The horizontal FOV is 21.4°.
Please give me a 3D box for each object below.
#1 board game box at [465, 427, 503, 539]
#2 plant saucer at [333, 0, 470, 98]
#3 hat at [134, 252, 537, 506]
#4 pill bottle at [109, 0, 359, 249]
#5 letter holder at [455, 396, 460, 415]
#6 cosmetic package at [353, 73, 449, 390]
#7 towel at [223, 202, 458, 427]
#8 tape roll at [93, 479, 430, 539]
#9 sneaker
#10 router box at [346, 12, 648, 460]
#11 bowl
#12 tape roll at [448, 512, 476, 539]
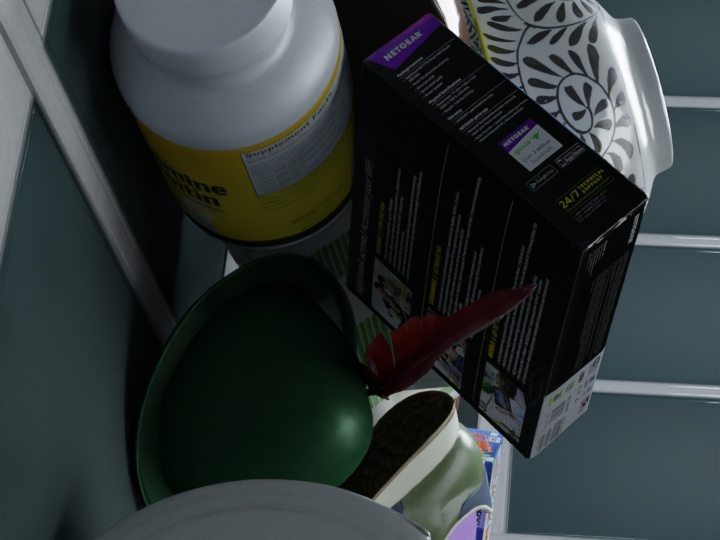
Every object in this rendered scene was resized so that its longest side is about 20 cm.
[{"bbox_3d":[0.068,0.221,1.351,0.135,0.034,0.202,-31,128,-82],"label":"board game box"},{"bbox_3d":[-0.012,-0.145,1.007,0.034,0.200,0.201,-45,151,-24],"label":"plant saucer"},{"bbox_3d":[-0.003,0.093,0.981,0.166,0.175,0.201,-51,143,-19],"label":"hat"},{"bbox_3d":[-0.061,-0.096,0.939,0.200,0.111,0.113,72,22,-67],"label":"pill bottle"},{"bbox_3d":[-0.020,0.152,1.402,0.101,0.141,0.202,-39,-145,57],"label":"letter holder"},{"bbox_3d":[0.043,-0.035,1.101,0.050,0.082,0.202,-22,101,-46],"label":"cosmetic package"},{"bbox_3d":[0.000,0.000,1.137,0.023,0.152,0.201,-3,-64,59],"label":"towel"},{"bbox_3d":[-0.043,0.212,0.846,0.204,0.201,0.140,-79,167,-46],"label":"tape roll"},{"bbox_3d":[-0.001,0.167,1.097,0.067,0.200,0.090,25,-27,56],"label":"sneaker"},{"bbox_3d":[0.062,-0.012,0.970,0.051,0.149,0.201,-37,156,-24],"label":"router box"},{"bbox_3d":[0.121,-0.090,1.087,0.201,0.093,0.203,-16,90,-88],"label":"bowl"},{"bbox_3d":[-0.010,0.168,1.204,0.199,0.065,0.202,-5,97,-49],"label":"tape roll"}]
